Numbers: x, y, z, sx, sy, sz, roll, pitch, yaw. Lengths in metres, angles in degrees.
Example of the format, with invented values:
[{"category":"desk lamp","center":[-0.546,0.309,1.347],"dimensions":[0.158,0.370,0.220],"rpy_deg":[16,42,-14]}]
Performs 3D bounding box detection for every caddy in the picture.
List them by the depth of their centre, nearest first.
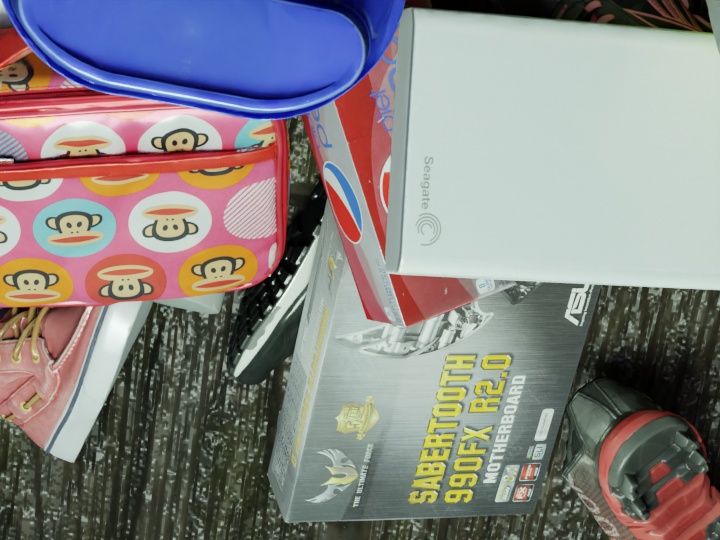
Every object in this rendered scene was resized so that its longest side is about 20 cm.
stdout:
[{"category":"caddy","center":[-0.074,-0.146,1.082],"dimensions":[0.199,0.105,0.142],"rpy_deg":[11,94,-7]}]

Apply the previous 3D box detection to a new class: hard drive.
[{"category":"hard drive","center":[0.114,-0.059,1.173],"dimensions":[0.199,0.027,0.132],"rpy_deg":[3,92,-17]}]

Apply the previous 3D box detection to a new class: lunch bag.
[{"category":"lunch bag","center":[-0.135,-0.063,1.182],"dimensions":[0.199,0.082,0.176],"rpy_deg":[-4,139,-7]}]

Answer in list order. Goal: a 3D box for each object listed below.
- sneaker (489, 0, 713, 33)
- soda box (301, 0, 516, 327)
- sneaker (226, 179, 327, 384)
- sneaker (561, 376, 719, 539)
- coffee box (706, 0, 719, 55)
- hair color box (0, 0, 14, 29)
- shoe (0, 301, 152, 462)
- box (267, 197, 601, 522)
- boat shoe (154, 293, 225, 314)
[{"category":"sneaker","center":[0.152,-0.115,1.242],"dimensions":[0.200,0.095,0.079],"rpy_deg":[31,116,-8]},{"category":"soda box","center":[0.012,-0.075,1.186],"dimensions":[0.070,0.063,0.200],"rpy_deg":[-20,98,-17]},{"category":"sneaker","center":[0.000,0.000,1.322],"dimensions":[0.087,0.076,0.200],"rpy_deg":[29,114,-15]},{"category":"sneaker","center":[0.170,0.135,1.368],"dimensions":[0.071,0.098,0.201],"rpy_deg":[-36,135,-9]},{"category":"coffee box","center":[0.303,-0.169,1.144],"dimensions":[0.200,0.200,0.198],"rpy_deg":[25,115,-8]},{"category":"hair color box","center":[-0.130,-0.192,1.154],"dimensions":[0.200,0.064,0.111],"rpy_deg":[-16,116,14]},{"category":"shoe","center":[-0.181,0.043,1.320],"dimensions":[0.091,0.072,0.200],"rpy_deg":[26,150,-4]},{"category":"box","center":[0.043,0.051,1.311],"dimensions":[0.158,0.048,0.200],"rpy_deg":[0,124,-20]},{"category":"boat shoe","center":[-0.158,-0.036,1.318],"dimensions":[0.200,0.071,0.064],"rpy_deg":[27,78,-22]}]
